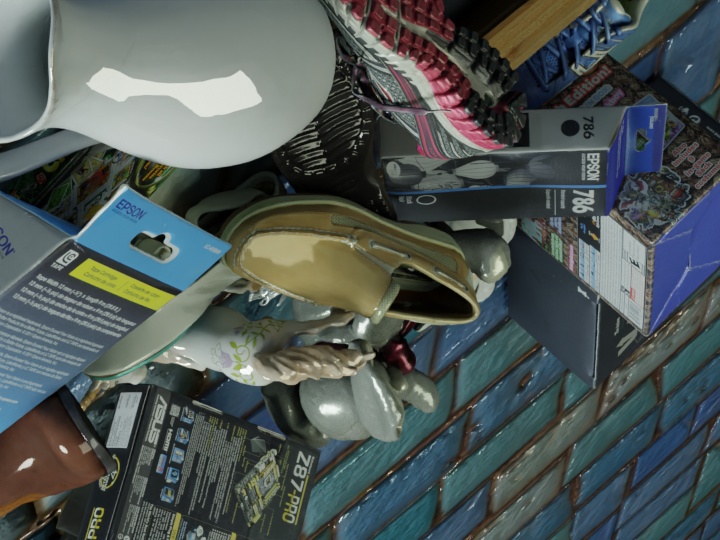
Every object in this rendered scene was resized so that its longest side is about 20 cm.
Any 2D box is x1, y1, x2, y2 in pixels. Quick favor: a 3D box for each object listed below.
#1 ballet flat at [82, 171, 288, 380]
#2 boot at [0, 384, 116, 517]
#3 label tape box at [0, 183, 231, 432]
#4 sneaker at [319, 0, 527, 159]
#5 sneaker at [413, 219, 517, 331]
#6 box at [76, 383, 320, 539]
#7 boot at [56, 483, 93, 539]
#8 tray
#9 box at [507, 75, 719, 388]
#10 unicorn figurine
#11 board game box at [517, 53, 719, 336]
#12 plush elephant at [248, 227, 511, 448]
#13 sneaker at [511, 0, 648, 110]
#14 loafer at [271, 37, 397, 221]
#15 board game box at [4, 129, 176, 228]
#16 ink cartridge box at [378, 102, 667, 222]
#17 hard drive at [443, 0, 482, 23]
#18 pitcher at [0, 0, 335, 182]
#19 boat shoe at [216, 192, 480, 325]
[{"bbox_3d":[-0.118,-0.005,1.395,0.200,0.069,0.070,-37,155,-34],"label":"ballet flat"},{"bbox_3d":[-0.259,0.150,1.316,0.200,0.069,0.188,-35,-167,-23],"label":"boot"},{"bbox_3d":[-0.191,0.010,1.223,0.200,0.066,0.143,-39,158,9],"label":"label tape box"},{"bbox_3d":[0.018,-0.137,1.311,0.200,0.074,0.081,48,46,-29],"label":"sneaker"},{"bbox_3d":[0.070,-0.017,1.681,0.080,0.074,0.201,-35,154,-23],"label":"sneaker"},{"bbox_3d":[-0.122,0.199,1.509,0.161,0.049,0.201,23,73,-32],"label":"box"},{"bbox_3d":[-0.175,0.224,1.637,0.174,0.069,0.201,-3,129,-58],"label":"boot"},{"bbox_3d":[0.102,-0.179,1.453,0.200,0.098,0.037,-41,113,-18],"label":"tray"},{"bbox_3d":[0.237,-0.032,1.892,0.200,0.117,0.197,-42,157,-16],"label":"box"},{"bbox_3d":[-0.097,0.049,1.427,0.137,0.074,0.199,-20,-171,-43],"label":"unicorn figurine"},{"bbox_3d":[0.179,-0.075,1.615,0.097,0.200,0.160,-42,157,-14],"label":"board game box"},{"bbox_3d":[0.006,0.054,1.554,0.199,0.164,0.156,-10,98,-33],"label":"plush elephant"},{"bbox_3d":[0.147,-0.178,1.525,0.076,0.077,0.200,46,74,-23],"label":"sneaker"},{"bbox_3d":[-0.030,-0.090,1.409,0.073,0.071,0.201,-21,139,-6],"label":"loafer"},{"bbox_3d":[-0.136,-0.081,1.279,0.200,0.023,0.105,-47,155,-1],"label":"board game box"},{"bbox_3d":[0.114,-0.074,1.476,0.198,0.039,0.100,-4,153,5],"label":"ink cartridge box"},{"bbox_3d":[0.056,-0.227,1.358,0.135,0.042,0.200,-40,156,-18],"label":"hard drive"},{"bbox_3d":[-0.127,-0.103,1.161,0.199,0.122,0.171,-5,154,-41],"label":"pitcher"},{"bbox_3d":[0.000,0.000,1.399,0.199,0.076,0.072,6,127,-35],"label":"boat shoe"}]
